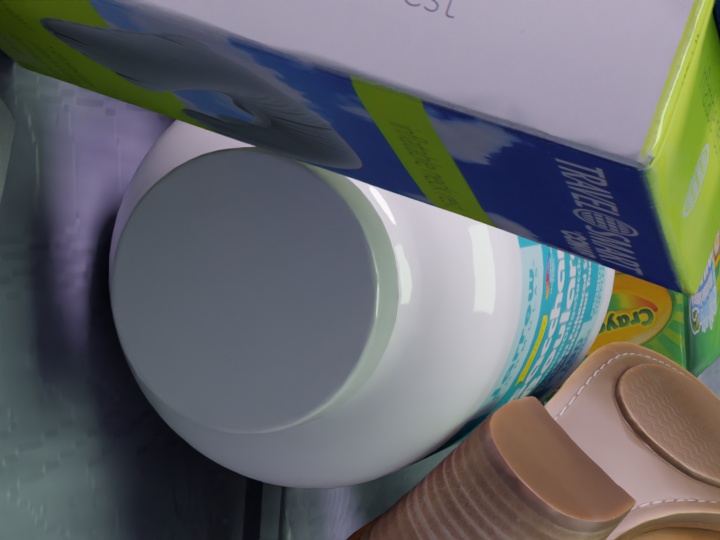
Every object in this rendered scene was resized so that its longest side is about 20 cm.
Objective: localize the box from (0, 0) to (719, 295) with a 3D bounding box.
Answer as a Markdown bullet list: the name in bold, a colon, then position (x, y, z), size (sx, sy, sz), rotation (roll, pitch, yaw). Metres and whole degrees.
- **box**: position (0.003, -0.050, 0.556), size (0.122, 0.200, 0.048), rotation (45, 65, -73)

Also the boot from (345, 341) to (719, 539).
- **boot**: position (0.038, 0.099, 0.757), size (0.200, 0.155, 0.074), rotation (3, 44, -55)

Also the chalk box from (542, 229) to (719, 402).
- **chalk box**: position (0.062, -0.020, 0.901), size (0.124, 0.125, 0.201), rotation (-19, 106, -73)

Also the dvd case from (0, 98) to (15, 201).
- **dvd case**: position (-0.118, 0.018, 0.473), size (0.150, 0.025, 0.200), rotation (60, 32, -57)

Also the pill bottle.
- **pill bottle**: position (0.000, 0.000, 0.716), size (0.200, 0.111, 0.111), rotation (-13, 101, -73)
